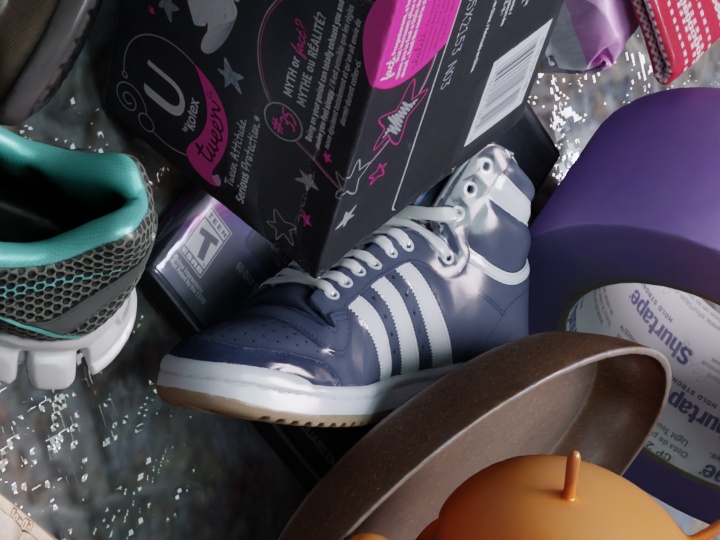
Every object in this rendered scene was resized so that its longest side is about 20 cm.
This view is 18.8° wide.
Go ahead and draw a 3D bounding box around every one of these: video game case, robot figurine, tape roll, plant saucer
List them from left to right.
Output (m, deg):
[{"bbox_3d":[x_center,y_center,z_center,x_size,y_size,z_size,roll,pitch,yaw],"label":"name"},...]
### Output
[{"bbox_3d":[0.001,-0.026,0.890,0.200,0.019,0.143,-56,128,-27],"label":"video game case"},{"bbox_3d":[0.035,0.090,0.850,0.200,0.035,0.201,-32,154,-18],"label":"plant saucer"},{"bbox_3d":[0.053,0.151,0.792,0.200,0.144,0.117,-56,167,22],"label":"robot figurine"},{"bbox_3d":[0.164,0.023,0.930,0.085,0.199,0.200,-52,126,-29],"label":"tape roll"}]

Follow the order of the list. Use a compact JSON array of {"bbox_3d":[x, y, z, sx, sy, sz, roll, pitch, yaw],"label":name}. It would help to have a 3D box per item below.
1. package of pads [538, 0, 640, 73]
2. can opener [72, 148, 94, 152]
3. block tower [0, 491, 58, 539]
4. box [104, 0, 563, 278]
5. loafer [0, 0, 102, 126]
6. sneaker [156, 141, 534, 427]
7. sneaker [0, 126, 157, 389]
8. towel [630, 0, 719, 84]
[{"bbox_3d":[0.103,-0.187,0.937,0.200,0.075,0.121,-52,126,-36],"label":"package of pads"},{"bbox_3d":[-0.145,0.038,0.712,0.200,0.053,0.067,-42,101,-36],"label":"can opener"},{"bbox_3d":[-0.165,0.161,0.704,0.058,0.054,0.201,47,60,-36],"label":"block tower"},{"bbox_3d":[0.002,-0.123,0.750,0.132,0.115,0.200,-38,158,-36],"label":"box"},{"bbox_3d":[-0.111,-0.149,0.745,0.071,0.073,0.201,14,83,-8],"label":"loafer"},{"bbox_3d":[0.000,0.000,0.825,0.199,0.070,0.109,-1,98,-52],"label":"sneaker"},{"bbox_3d":[-0.150,-0.027,0.648,0.199,0.091,0.078,11,59,-23],"label":"sneaker"},{"bbox_3d":[0.154,-0.190,0.921,0.200,0.022,0.145,-46,124,-37],"label":"towel"}]
